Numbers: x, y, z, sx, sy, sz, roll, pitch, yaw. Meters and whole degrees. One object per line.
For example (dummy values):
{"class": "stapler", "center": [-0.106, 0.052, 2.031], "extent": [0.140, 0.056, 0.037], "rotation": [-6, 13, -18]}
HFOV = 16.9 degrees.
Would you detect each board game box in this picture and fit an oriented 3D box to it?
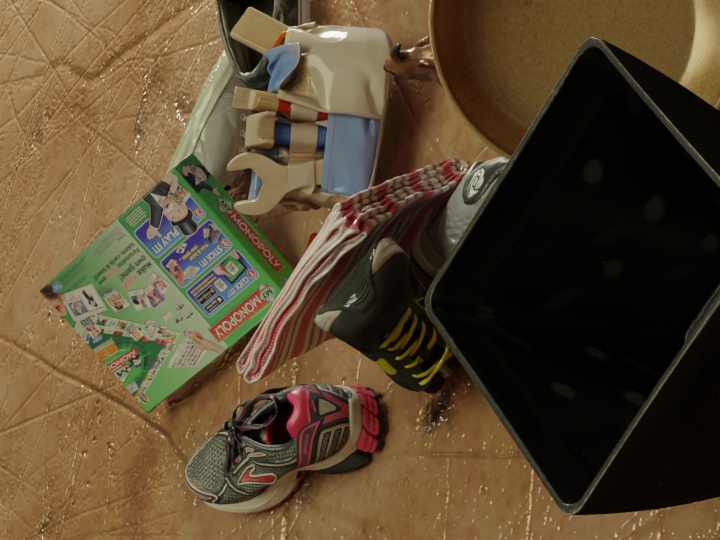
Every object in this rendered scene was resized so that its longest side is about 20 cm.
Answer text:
{"class": "board game box", "center": [-0.150, 0.013, 1.902], "extent": [0.135, 0.029, 0.200], "rotation": [49, 130, -4]}

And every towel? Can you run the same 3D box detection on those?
{"class": "towel", "center": [0.000, 0.000, 1.665], "extent": [0.030, 0.200, 0.146], "rotation": [40, 116, 13]}

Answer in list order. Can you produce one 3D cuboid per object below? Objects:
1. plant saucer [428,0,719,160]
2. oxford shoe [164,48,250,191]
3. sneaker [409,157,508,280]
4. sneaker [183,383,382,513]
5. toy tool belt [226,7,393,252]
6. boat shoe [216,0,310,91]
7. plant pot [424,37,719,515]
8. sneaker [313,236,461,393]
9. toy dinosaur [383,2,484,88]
{"class": "plant saucer", "center": [0.141, -0.157, 1.530], "extent": [0.035, 0.200, 0.200], "rotation": [-140, 65, -84]}
{"class": "oxford shoe", "center": [-0.115, -0.104, 1.943], "extent": [0.075, 0.058, 0.200], "rotation": [133, 158, -76]}
{"class": "sneaker", "center": [0.107, -0.014, 1.603], "extent": [0.116, 0.075, 0.200], "rotation": [-62, 38, 16]}
{"class": "sneaker", "center": [-0.071, 0.123, 1.794], "extent": [0.200, 0.075, 0.081], "rotation": [-30, 57, 46]}
{"class": "toy tool belt", "center": [-0.047, -0.089, 1.776], "extent": [0.125, 0.123, 0.200], "rotation": [88, -169, -80]}
{"class": "boat shoe", "center": [-0.078, -0.223, 1.899], "extent": [0.072, 0.071, 0.200], "rotation": [-23, 61, 18]}
{"class": "plant pot", "center": [0.190, 0.015, 1.395], "extent": [0.200, 0.177, 0.200], "rotation": [-60, 40, 23]}
{"class": "sneaker", "center": [0.030, 0.035, 1.617], "extent": [0.085, 0.200, 0.074], "rotation": [41, 92, 12]}
{"class": "toy dinosaur", "center": [0.116, -0.177, 1.587], "extent": [0.200, 0.135, 0.086], "rotation": [-57, 41, 24]}
